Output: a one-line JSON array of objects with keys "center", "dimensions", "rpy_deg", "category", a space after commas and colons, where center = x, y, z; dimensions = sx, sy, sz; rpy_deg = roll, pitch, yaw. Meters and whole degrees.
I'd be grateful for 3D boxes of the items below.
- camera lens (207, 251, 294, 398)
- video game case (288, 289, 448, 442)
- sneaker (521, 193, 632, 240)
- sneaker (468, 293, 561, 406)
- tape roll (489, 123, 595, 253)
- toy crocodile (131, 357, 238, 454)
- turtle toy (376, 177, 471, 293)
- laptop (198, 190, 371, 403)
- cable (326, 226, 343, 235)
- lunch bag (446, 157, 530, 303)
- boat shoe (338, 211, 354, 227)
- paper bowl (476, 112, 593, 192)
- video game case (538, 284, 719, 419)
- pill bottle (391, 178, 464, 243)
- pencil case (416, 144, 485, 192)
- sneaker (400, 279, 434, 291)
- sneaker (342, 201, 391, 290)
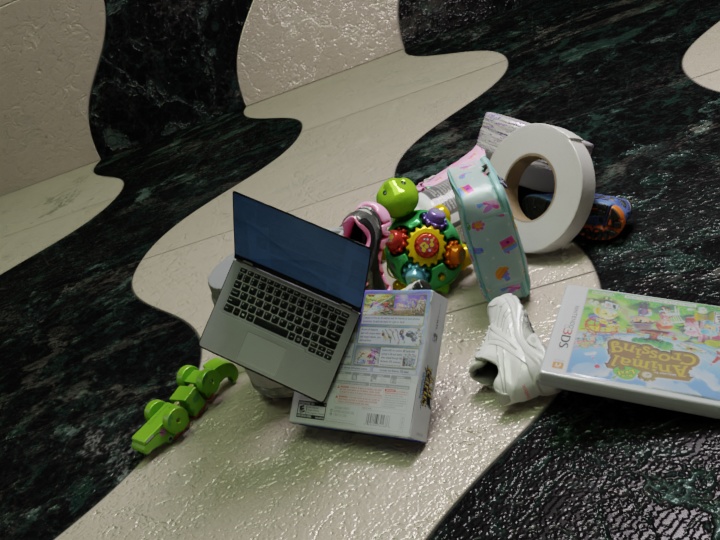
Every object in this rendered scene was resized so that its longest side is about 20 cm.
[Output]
[{"center": [-0.116, 0.071, 1.167], "dimensions": [0.159, 0.201, 0.160], "rpy_deg": [-18, 25, 9], "category": "camera lens"}, {"center": [0.008, 0.118, 1.033], "dimensions": [0.199, 0.045, 0.183], "rpy_deg": [-1, 73, 38], "category": "video game case"}, {"center": [0.343, -0.089, 1.277], "dimensions": [0.078, 0.076, 0.199], "rpy_deg": [-23, 25, -37], "category": "sneaker"}, {"center": [0.178, 0.098, 1.017], "dimensions": [0.099, 0.078, 0.200], "rpy_deg": [-24, 23, 5], "category": "sneaker"}, {"center": [0.275, -0.128, 1.255], "dimensions": [0.037, 0.205, 0.202], "rpy_deg": [2, 6, -38], "category": "tape roll"}, {"center": [-0.264, 0.202, 1.211], "dimensions": [0.067, 0.062, 0.200], "rpy_deg": [0, 38, 40], "category": "toy crocodile"}, {"center": [0.089, -0.053, 1.268], "dimensions": [0.145, 0.201, 0.101], "rpy_deg": [-29, -6, -4], "category": "turtle toy"}, {"center": [-0.100, 0.037, 0.994], "dimensions": [0.186, 0.202, 0.116], "rpy_deg": [23, -2, 11], "category": "laptop"}, {"center": [-0.090, -0.018, 1.332], "dimensions": [0.199, 0.070, 0.200], "rpy_deg": [-20, 12, -23], "category": "cable"}, {"center": [0.189, -0.064, 1.179], "dimensions": [0.076, 0.201, 0.161], "rpy_deg": [-16, 26, 9], "category": "lunch bag"}, {"center": [-0.035, -0.049, 1.495], "dimensions": [0.073, 0.075, 0.200], "rpy_deg": [-16, 24, 14], "category": "boat shoe"}, {"center": [0.304, -0.206, 1.426], "dimensions": [0.199, 0.105, 0.201], "rpy_deg": [14, 14, -4], "category": "paper bowl"}, {"center": [0.320, 0.085, 0.917], "dimensions": [0.198, 0.022, 0.182], "rpy_deg": [9, 35, 21], "category": "video game case"}, {"center": [0.157, -0.100, 1.387], "dimensions": [0.199, 0.114, 0.113], "rpy_deg": [-27, 25, -12], "category": "pill bottle"}, {"center": [0.187, -0.169, 1.538], "dimensions": [0.199, 0.088, 0.087], "rpy_deg": [-34, 27, -26], "category": "pencil case"}, {"center": [0.036, 0.096, 1.158], "dimensions": [0.090, 0.078, 0.200], "rpy_deg": [-20, 19, 46], "category": "sneaker"}, {"center": [0.000, 0.000, 1.210], "dimensions": [0.078, 0.202, 0.095], "rpy_deg": [1, 11, 22], "category": "sneaker"}]
